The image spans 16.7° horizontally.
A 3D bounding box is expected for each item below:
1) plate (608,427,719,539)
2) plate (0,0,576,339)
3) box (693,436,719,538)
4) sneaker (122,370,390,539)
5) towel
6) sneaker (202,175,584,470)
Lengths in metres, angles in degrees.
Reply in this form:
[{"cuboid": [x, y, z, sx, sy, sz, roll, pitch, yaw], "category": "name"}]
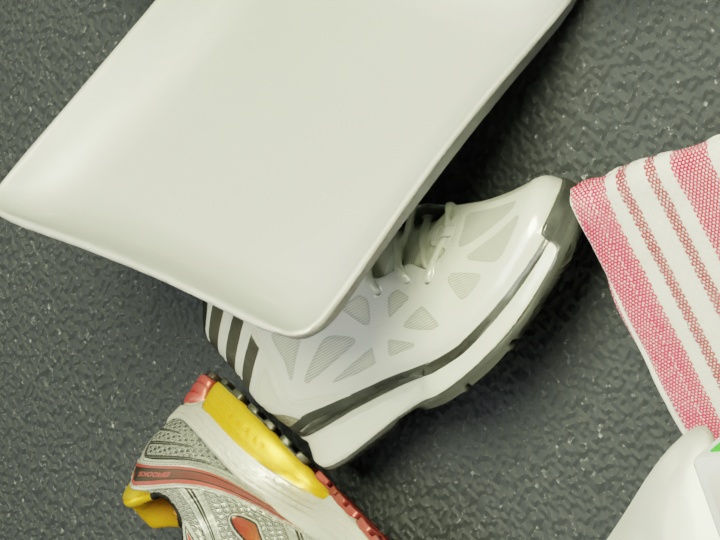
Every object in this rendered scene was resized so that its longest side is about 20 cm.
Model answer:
[{"cuboid": [0.107, 0.185, 0.900, 0.200, 0.032, 0.201, 109, 155, -62], "category": "plate"}, {"cuboid": [-0.029, -0.066, 1.016, 0.199, 0.200, 0.032, 21, 154, 40], "category": "plate"}, {"cuboid": [0.231, 0.124, 0.791, 0.176, 0.097, 0.201, -8, 108, 45], "category": "box"}, {"cuboid": [-0.029, 0.134, 1.077, 0.082, 0.078, 0.200, -46, 53, -5], "category": "sneaker"}, {"cuboid": [0.175, 0.010, 0.865, 0.199, 0.030, 0.147, -18, 104, 48], "category": "towel"}, {"cuboid": [0.000, 0.000, 1.010, 0.115, 0.076, 0.200, 39, 134, -11], "category": "sneaker"}]
